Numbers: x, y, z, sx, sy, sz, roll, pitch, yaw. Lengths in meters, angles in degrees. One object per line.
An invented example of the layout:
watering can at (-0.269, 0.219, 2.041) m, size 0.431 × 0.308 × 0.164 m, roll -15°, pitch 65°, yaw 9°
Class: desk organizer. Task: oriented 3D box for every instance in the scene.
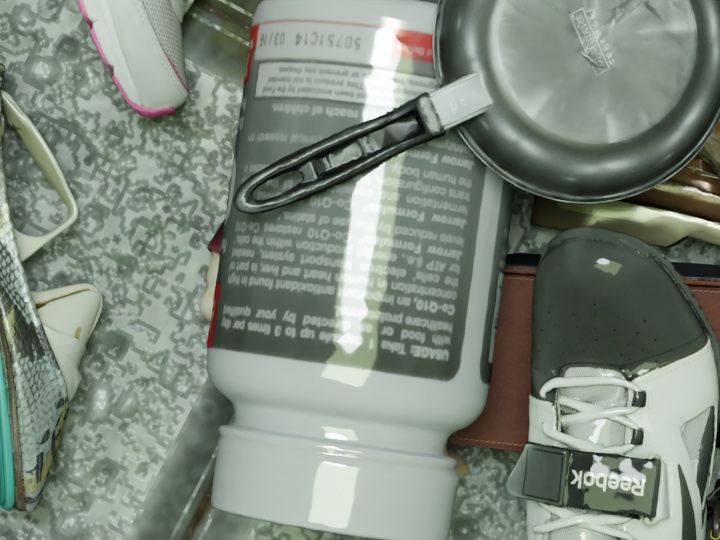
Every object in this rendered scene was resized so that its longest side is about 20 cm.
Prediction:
desk organizer at (0.136, 0.038, 0.883) m, size 0.199 × 0.072 × 0.078 m, roll 3°, pitch 95°, yaw 31°

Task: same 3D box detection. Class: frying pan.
frying pan at (0.047, -0.081, 0.788) m, size 0.188 × 0.031 × 0.116 m, roll -2°, pitch 90°, yaw -6°

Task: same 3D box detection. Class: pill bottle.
pill bottle at (0.000, 0.000, 0.853) m, size 0.113 × 0.114 × 0.202 m, roll 8°, pitch 87°, yaw 0°

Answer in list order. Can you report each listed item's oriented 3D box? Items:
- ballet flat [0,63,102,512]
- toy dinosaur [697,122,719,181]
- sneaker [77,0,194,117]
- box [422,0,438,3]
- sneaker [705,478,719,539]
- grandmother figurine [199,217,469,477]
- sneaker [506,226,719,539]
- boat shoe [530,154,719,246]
ballet flat at (-0.148, 0.001, 0.932) m, size 0.071 × 0.072 × 0.202 m, roll -16°, pitch 92°, yaw 0°
toy dinosaur at (0.113, -0.103, 0.911) m, size 0.105 × 0.060 × 0.201 m, roll -3°, pitch 61°, yaw -26°
sneaker at (-0.077, -0.166, 0.919) m, size 0.087 × 0.081 × 0.202 m, roll -1°, pitch 92°, yaw 2°
box at (0.071, -0.204, 0.896) m, size 0.097 × 0.124 × 0.201 m, roll 33°, pitch 90°, yaw 0°
sneaker at (0.162, 0.107, 0.926) m, size 0.105 × 0.075 × 0.202 m, roll 13°, pitch 92°, yaw 0°
grandmother figurine at (-0.012, -0.003, 0.936) m, size 0.120 × 0.061 × 0.202 m, roll -10°, pitch 88°, yaw -20°
sneaker at (0.096, 0.084, 0.825) m, size 0.074 × 0.089 × 0.201 m, roll 1°, pitch 118°, yaw 24°
boat shoe at (0.174, -0.038, 0.924) m, size 0.198 × 0.072 × 0.069 m, roll 8°, pitch 92°, yaw 0°
